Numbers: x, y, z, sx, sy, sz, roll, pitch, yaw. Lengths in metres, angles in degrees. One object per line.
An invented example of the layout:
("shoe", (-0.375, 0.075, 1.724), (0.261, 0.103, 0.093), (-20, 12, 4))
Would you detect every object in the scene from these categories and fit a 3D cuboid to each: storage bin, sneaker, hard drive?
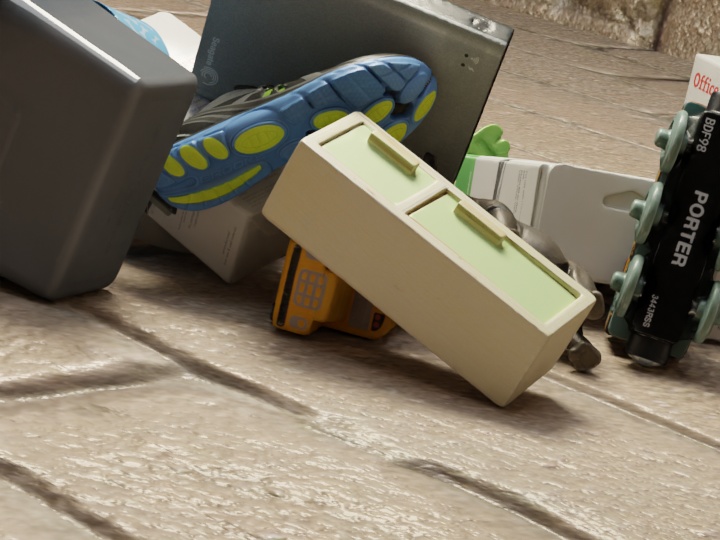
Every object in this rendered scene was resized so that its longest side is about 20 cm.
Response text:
("storage bin", (-0.203, -0.082, 1.476), (0.134, 0.200, 0.146), (30, 18, 19))
("sneaker", (-0.048, -0.104, 1.552), (0.200, 0.071, 0.083), (-19, 34, 2))
("hard drive", (-0.010, -0.144, 1.595), (0.200, 0.140, 0.033), (23, 41, 3))

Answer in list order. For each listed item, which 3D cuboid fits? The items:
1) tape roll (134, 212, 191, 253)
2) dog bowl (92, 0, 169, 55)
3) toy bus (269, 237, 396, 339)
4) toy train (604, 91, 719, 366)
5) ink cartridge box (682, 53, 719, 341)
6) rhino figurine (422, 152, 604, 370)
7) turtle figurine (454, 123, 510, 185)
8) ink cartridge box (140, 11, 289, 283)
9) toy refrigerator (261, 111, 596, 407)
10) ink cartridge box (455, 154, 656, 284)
("tape roll", (-0.127, -0.089, 1.735), (0.203, 0.037, 0.203), (11, 38, -9))
("dog bowl", (-0.205, -0.120, 1.597), (0.200, 0.112, 0.050), (-7, -6, 43))
("toy bus", (0.000, 0.000, 1.583), (0.078, 0.065, 0.200), (17, 13, 10))
("toy train", (0.227, -0.029, 1.645), (0.085, 0.200, 0.114), (18, -1, 1))
("ink cartridge box", (0.293, -0.056, 1.791), (0.083, 0.200, 0.147), (9, 12, -15))
("rhino figurine", (0.087, -0.016, 1.577), (0.200, 0.060, 0.087), (38, 10, -17))
("turtle figurine", (0.083, -0.125, 1.973), (0.200, 0.144, 0.194), (3, -6, -13))
("ink cartridge box", (-0.115, -0.091, 1.655), (0.200, 0.068, 0.116), (40, 44, 23))
("toy refrigerator", (0.044, -0.012, 1.468), (0.200, 0.070, 0.076), (39, 33, 14))
("ink cartridge box", (0.166, -0.037, 1.790), (0.146, 0.084, 0.200), (8, 3, -14))
